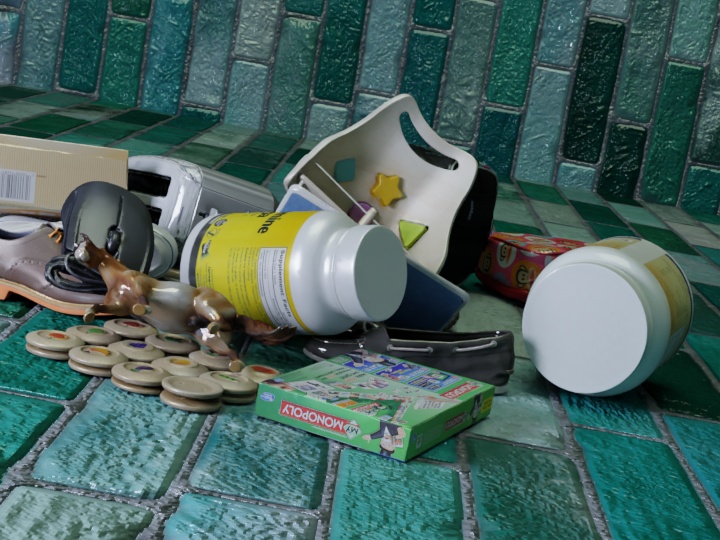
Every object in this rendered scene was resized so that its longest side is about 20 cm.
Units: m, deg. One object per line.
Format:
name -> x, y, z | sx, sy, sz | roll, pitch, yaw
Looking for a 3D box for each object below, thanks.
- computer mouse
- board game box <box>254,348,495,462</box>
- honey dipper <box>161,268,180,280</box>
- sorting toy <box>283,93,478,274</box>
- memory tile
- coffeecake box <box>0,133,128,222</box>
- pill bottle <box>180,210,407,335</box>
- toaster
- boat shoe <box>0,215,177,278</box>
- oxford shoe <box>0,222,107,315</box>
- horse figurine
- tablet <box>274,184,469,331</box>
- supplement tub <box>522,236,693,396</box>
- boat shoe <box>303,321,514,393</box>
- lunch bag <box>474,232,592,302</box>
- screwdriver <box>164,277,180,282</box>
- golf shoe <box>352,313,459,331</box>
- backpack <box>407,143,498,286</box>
computer mouse -> -0.227, -0.032, 1.388 | 0.137, 0.053, 0.201 | 20, 23, -24
board game box -> 0.017, 0.107, 1.229 | 0.133, 0.029, 0.200 | 16, 11, 22
honey dipper -> -0.166, 0.014, 1.555 | 0.198, 0.038, 0.038 | 16, 10, 5
sorting toy -> 0.037, -0.096, 1.681 | 0.200, 0.180, 0.107 | 43, -8, -9
memory tile -> -0.169, 0.076, 1.246 | 0.198, 0.017, 0.153 | 17, 12, 30
coffeecake box -> -0.349, -0.083, 1.594 | 0.152, 0.074, 0.200 | 5, -10, -24
pill bottle -> -0.061, 0.002, 1.371 | 0.198, 0.114, 0.112 | 0, 2, 36
toaster -> -0.194, -0.062, 1.636 | 0.128, 0.115, 0.199 | 21, -4, -43
boat shoe -> -0.286, -0.020, 1.503 | 0.197, 0.073, 0.066 | 9, 14, -4
oxford shoe -> -0.284, -0.004, 1.401 | 0.197, 0.074, 0.071 | 10, 9, -3
horse figurine -> -0.157, 0.034, 1.265 | 0.198, 0.050, 0.133 | 17, 12, -11
tablet -> 0.000, 0.000, 1.436 | 0.199, 0.014, 0.130 | 32, -34, -4
supplement tub -> 0.244, 0.045, 1.471 | 0.143, 0.146, 0.200 | 14, 11, 21
boat shoe -> 0.048, 0.068, 1.387 | 0.197, 0.058, 0.067 | 10, 12, -4
lunch bag -> 0.252, -0.005, 1.934 | 0.198, 0.083, 0.176 | 5, 11, -25
screwdriver -> -0.113, 0.037, 1.507 | 0.198, 0.029, 0.028 | 10, 10, 20
golf shoe -> 0.033, 0.016, 1.564 | 0.198, 0.096, 0.077 | 4, 11, -42
backpack -> 0.085, -0.065, 1.835 | 0.149, 0.180, 0.199 | 22, 10, 29
